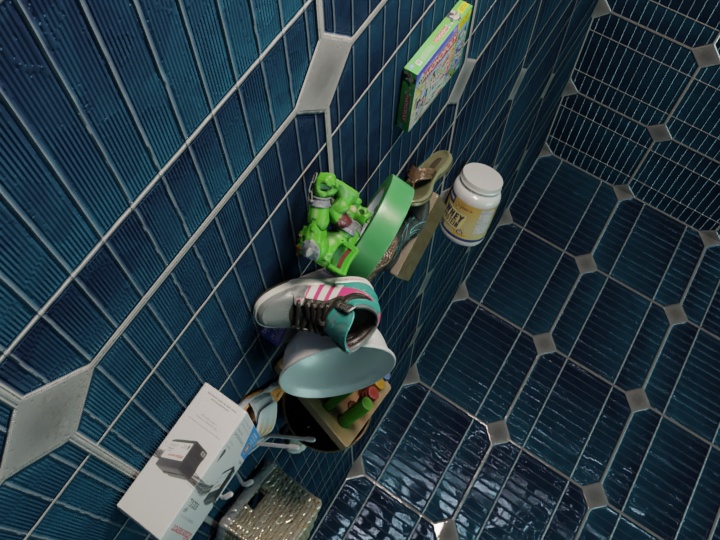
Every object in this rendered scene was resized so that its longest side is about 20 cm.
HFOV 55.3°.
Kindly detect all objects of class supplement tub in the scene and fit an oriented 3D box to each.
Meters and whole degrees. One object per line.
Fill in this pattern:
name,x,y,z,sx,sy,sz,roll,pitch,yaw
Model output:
supplement tub,0.319,-0.189,1.973,0.144,0.142,0.203,-45,159,-46

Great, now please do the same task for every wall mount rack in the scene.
wall mount rack,-0.181,0.339,1.262,0.172,0.075,0.200,-38,169,4

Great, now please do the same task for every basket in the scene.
basket,-0.209,0.578,1.511,0.198,0.158,0.203,-45,161,-49

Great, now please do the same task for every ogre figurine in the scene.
ogre figurine,-0.040,-0.063,1.027,0.200,0.096,0.123,116,-6,-85

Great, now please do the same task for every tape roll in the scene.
tape roll,0.022,-0.068,1.194,0.203,0.047,0.201,-58,-172,12

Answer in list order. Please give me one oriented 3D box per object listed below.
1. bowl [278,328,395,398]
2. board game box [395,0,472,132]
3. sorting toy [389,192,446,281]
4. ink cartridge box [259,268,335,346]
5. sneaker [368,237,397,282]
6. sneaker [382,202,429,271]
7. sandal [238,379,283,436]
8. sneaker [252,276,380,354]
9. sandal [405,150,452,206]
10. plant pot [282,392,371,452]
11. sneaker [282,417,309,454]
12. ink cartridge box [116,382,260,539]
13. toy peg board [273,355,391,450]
bowl,-0.044,0.129,1.137,0.203,0.195,0.093,94,-14,-60
board game box,0.128,-0.355,1.199,0.202,0.029,0.136,-54,165,-27
sorting toy,0.116,-0.086,1.593,0.203,0.068,0.200,-62,167,3
ink cartridge box,-0.094,0.056,1.171,0.096,0.044,0.199,-63,167,17
sneaker,0.000,0.000,1.395,0.201,0.070,0.076,-52,-178,-22
sneaker,0.084,-0.090,1.459,0.203,0.074,0.079,-60,161,2
sandal,-0.172,0.256,1.246,0.081,0.058,0.206,-65,165,22
sneaker,-0.053,0.072,1.014,0.194,0.121,0.086,-9,120,-19
sandal,0.126,-0.201,1.438,0.202,0.078,0.058,-54,140,-36
plant pot,-0.081,0.293,1.453,0.189,0.185,0.200,-54,178,-21
sneaker,-0.110,0.327,1.589,0.202,0.073,0.080,-54,160,-26
ink cartridge box,-0.243,0.289,1.004,0.202,0.082,0.146,-55,166,-22
toy peg board,-0.026,0.186,1.301,0.098,0.201,0.199,-40,-179,38
